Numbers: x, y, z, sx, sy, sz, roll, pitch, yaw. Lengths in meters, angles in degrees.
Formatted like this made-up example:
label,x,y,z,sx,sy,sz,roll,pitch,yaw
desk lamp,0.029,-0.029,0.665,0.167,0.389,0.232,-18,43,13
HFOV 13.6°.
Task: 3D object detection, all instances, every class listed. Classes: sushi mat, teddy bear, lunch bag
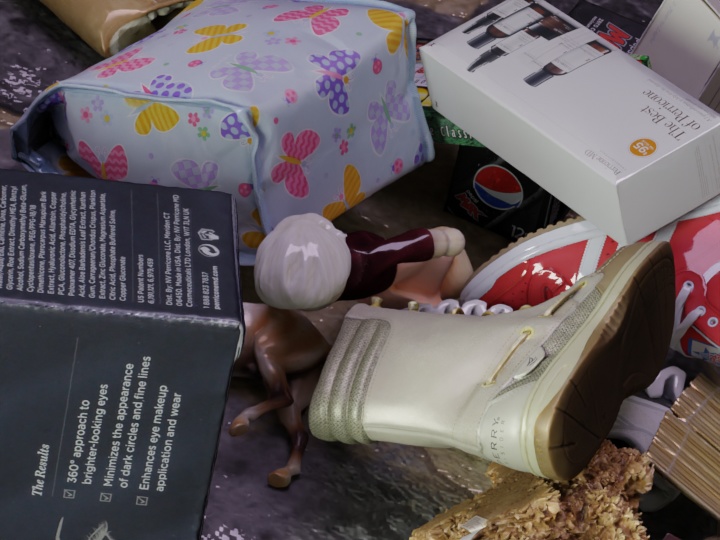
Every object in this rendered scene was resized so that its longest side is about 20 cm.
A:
label,x,y,z,sx,sy,sz,roll,pitch,yaw
sushi mat,0.244,0.140,1.636,0.200,0.012,0.096,39,39,5
teddy bear,0.085,0.147,1.540,0.145,0.067,0.200,-25,10,12
lunch bag,-0.083,-0.088,1.783,0.200,0.128,0.169,12,32,35

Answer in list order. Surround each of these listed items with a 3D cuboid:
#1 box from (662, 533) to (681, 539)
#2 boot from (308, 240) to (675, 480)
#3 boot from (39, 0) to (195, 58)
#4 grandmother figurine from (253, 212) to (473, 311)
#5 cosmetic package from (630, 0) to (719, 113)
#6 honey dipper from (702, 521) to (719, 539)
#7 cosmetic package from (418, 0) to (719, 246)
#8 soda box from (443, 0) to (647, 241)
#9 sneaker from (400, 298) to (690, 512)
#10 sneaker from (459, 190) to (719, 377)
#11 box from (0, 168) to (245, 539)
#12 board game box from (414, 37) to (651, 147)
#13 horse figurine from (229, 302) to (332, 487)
label,x,y,z,sx,sy,sz,roll,pitch,yaw
box,0.144,0.226,1.490,0.100,0.075,0.200,28,37,18
boot,0.074,0.038,1.602,0.154,0.072,0.200,4,31,27
boot,-0.216,-0.197,1.938,0.175,0.066,0.200,-23,51,-38
grandmother figurine,0.000,0.000,1.664,0.200,0.121,0.061,-1,67,-66
cosmetic package,0.263,-0.107,1.891,0.200,0.104,0.073,12,31,-37
honey dipper,0.205,0.127,1.669,0.038,0.038,0.200,15,35,2
cosmetic package,0.123,-0.091,1.724,0.082,0.051,0.200,-31,40,-18
soda box,0.126,-0.095,1.912,0.071,0.063,0.200,24,37,14
sneaker,0.094,0.076,1.672,0.199,0.075,0.081,16,48,-2
sneaker,0.160,0.024,1.695,0.199,0.071,0.113,-19,65,7
box,-0.170,0.059,1.504,0.199,0.197,0.118,6,36,-10
board game box,0.068,-0.109,1.848,0.199,0.024,0.105,7,35,31
horse figurine,-0.076,0.047,1.674,0.199,0.050,0.133,18,42,8
